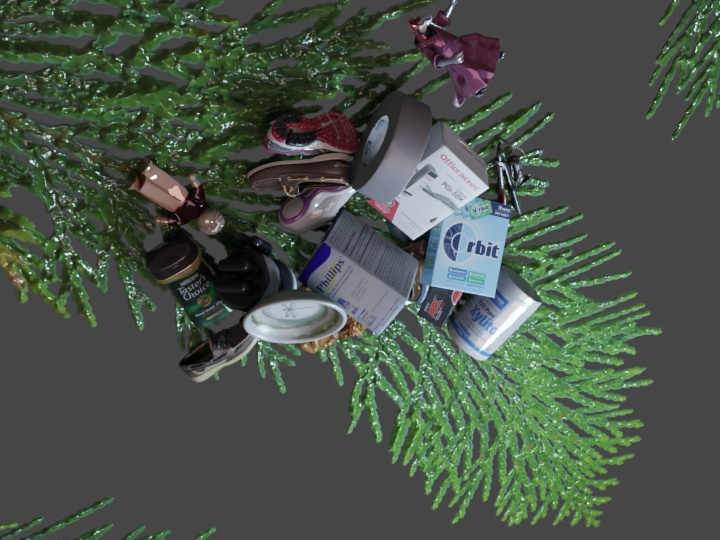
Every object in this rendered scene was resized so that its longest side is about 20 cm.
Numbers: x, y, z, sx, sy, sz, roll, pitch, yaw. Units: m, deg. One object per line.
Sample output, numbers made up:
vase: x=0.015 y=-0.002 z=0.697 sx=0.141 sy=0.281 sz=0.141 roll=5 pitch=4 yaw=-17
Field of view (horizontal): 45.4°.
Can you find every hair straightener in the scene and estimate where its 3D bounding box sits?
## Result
hair straightener: x=0.326 y=-0.201 z=1.850 sx=0.077 sy=0.041 sz=0.200 roll=-22 pitch=128 yaw=-6

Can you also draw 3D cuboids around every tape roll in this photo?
tape roll: x=0.053 y=-0.227 z=1.591 sx=0.066 sy=0.201 sz=0.201 roll=23 pitch=117 yaw=-18

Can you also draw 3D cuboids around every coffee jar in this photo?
coffee jar: x=-0.335 y=0.019 z=1.707 sx=0.104 sy=0.085 sz=0.200 roll=-30 pitch=132 yaw=1

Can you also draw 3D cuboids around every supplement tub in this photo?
supplement tub: x=0.311 y=0.101 z=2.018 sx=0.132 sy=0.132 sz=0.200 roll=27 pitch=113 yaw=-37

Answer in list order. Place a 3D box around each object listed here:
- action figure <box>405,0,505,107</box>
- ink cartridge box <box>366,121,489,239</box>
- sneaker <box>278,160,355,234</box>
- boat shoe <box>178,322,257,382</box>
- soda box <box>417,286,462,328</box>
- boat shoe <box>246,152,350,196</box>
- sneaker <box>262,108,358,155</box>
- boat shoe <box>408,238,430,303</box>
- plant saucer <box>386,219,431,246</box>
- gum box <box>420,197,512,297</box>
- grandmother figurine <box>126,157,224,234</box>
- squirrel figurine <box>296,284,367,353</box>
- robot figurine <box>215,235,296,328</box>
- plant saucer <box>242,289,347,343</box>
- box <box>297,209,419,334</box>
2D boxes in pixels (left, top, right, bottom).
action figure: x=0.161 y=-0.413 z=1.586 sx=0.199 sy=0.134 sz=0.149 roll=23 pitch=159 yaw=-22
ink cartridge box: x=0.131 y=-0.174 z=1.694 sx=0.200 sy=0.083 sz=0.147 roll=-35 pitch=125 yaw=28
sneaker: x=-0.067 y=-0.145 z=1.714 sx=0.200 sy=0.075 sz=0.100 roll=-33 pitch=151 yaw=5
boat shoe: x=-0.304 y=0.167 z=1.850 sx=0.201 sy=0.072 sz=0.066 roll=-36 pitch=137 yaw=14
soda box: x=0.202 y=0.028 z=1.940 sx=0.071 sy=0.063 sz=0.200 roll=29 pitch=121 yaw=10
boat shoe: x=-0.117 y=-0.174 z=1.626 sx=0.199 sy=0.060 sz=0.072 roll=-9 pitch=169 yaw=5
sneaker: x=-0.090 y=-0.252 z=1.610 sx=0.199 sy=0.081 sz=0.075 roll=0 pitch=164 yaw=-36
boat shoe: x=0.122 y=-0.004 z=1.898 sx=0.072 sy=0.072 sz=0.200 roll=10 pitch=139 yaw=1
plant saucer: x=0.154 y=-0.125 z=1.840 sx=0.199 sy=0.027 sz=0.201 roll=-12 pitch=131 yaw=-15
gum box: x=0.225 y=-0.055 z=1.816 sx=0.169 sy=0.045 sz=0.201 roll=11 pitch=90 yaw=-29
grandmother figurine: x=-0.339 y=-0.127 z=1.609 sx=0.121 sy=0.061 sz=0.200 roll=-40 pitch=129 yaw=22
squirrel figurine: x=-0.067 y=0.078 z=1.860 sx=0.187 sy=0.142 sz=0.200 roll=-48 pitch=144 yaw=4
robot figurine: x=-0.210 y=0.026 z=1.715 sx=0.150 sy=0.125 sz=0.200 roll=-50 pitch=157 yaw=8
plant saucer: x=-0.126 y=0.080 z=1.655 sx=0.199 sy=0.050 sz=0.200 roll=-4 pitch=153 yaw=-2
box: x=0.000 y=0.000 z=1.721 sx=0.200 sy=0.184 sz=0.105 roll=35 pitch=116 yaw=-5
